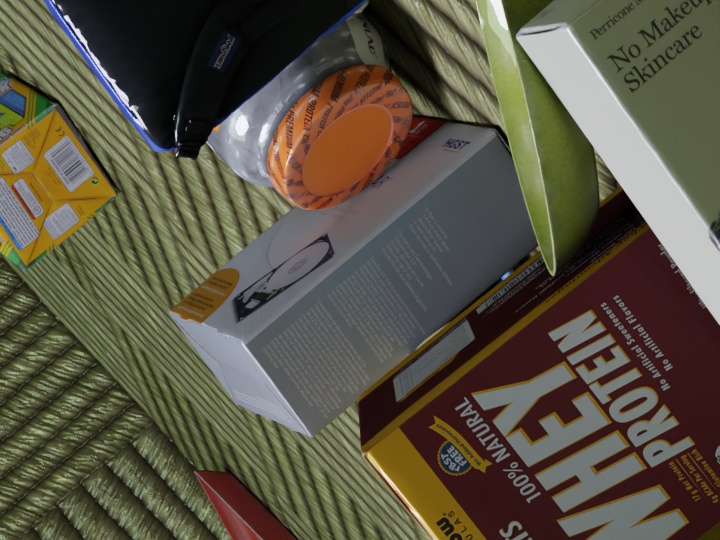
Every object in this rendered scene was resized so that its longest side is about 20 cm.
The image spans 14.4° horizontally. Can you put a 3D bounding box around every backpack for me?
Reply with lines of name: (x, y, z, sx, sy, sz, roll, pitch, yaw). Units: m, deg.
backpack: (-0.079, -0.191, 1.458, 0.163, 0.200, 0.168, 55, 177, -29)

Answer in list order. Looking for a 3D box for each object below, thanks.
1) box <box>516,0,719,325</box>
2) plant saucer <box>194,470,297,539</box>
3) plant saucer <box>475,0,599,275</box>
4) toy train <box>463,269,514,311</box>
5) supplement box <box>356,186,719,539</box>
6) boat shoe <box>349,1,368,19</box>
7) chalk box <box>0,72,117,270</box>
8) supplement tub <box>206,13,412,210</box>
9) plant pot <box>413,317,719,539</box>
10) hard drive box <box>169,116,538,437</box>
box: (0.164, -0.051, 1.272, 0.200, 0.082, 0.068, 52, 168, -13)
plant saucer: (-0.106, 0.340, 3.456, 0.200, 0.037, 0.200, 41, 164, 36)
plant saucer: (0.083, -0.098, 1.376, 0.200, 0.031, 0.201, -14, -90, -89)
toy train: (0.094, 0.064, 1.842, 0.200, 0.087, 0.114, 53, 173, -18)
supplement box: (0.114, 0.068, 1.423, 0.133, 0.197, 0.200, 51, -177, -5)
boat shoe: (-0.054, -0.213, 1.598, 0.200, 0.076, 0.072, 31, -173, -41)
chalk box: (-0.354, -0.106, 2.840, 0.125, 0.124, 0.200, 57, 166, -27)
supplement tub: (-0.064, -0.135, 1.721, 0.200, 0.122, 0.123, 46, 167, 31)
plant pot: (0.125, 0.104, 1.637, 0.190, 0.200, 0.201, 63, 169, 9)
hard drive box: (0.000, 0.000, 1.719, 0.077, 0.200, 0.156, 54, 166, -17)
